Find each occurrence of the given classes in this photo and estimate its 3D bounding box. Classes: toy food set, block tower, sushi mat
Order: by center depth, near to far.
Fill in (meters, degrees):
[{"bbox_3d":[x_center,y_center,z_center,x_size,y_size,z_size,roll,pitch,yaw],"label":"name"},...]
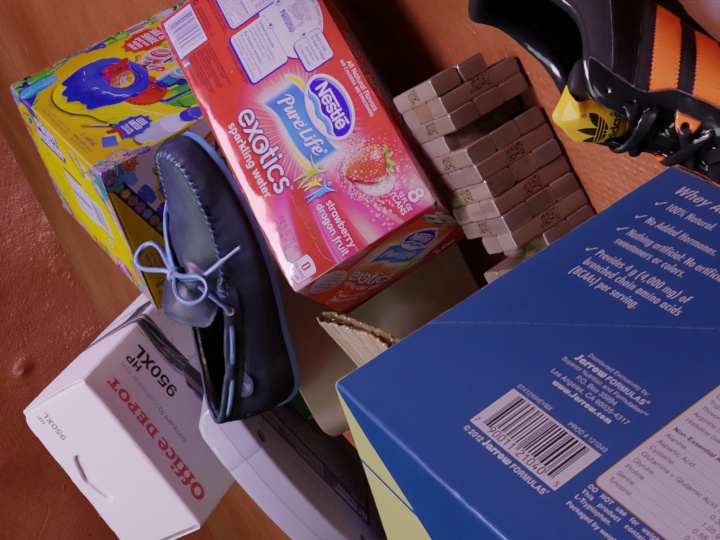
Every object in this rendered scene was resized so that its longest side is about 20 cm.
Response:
[{"bbox_3d":[0.095,-0.022,0.634,0.202,0.054,0.058,62,161,-7],"label":"block tower"},{"bbox_3d":[0.051,0.103,0.733,0.201,0.012,0.095,53,162,-29],"label":"sushi mat"},{"bbox_3d":[0.000,0.000,0.788,0.202,0.142,0.060,63,-170,-7],"label":"toy food set"}]

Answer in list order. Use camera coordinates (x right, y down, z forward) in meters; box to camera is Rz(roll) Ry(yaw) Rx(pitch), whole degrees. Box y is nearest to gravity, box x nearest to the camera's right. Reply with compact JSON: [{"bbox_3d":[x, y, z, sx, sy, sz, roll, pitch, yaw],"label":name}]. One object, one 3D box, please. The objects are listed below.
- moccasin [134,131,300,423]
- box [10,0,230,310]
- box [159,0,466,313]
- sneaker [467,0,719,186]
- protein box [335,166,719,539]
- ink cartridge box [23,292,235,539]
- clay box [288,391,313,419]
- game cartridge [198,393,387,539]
[{"bbox_3d":[-0.090,0.016,0.711,0.080,0.068,0.202,27,140,55],"label":"moccasin"},{"bbox_3d":[-0.134,-0.104,0.880,0.200,0.191,0.123,36,151,47],"label":"box"},{"bbox_3d":[-0.027,-0.087,0.700,0.201,0.099,0.095,61,-168,18],"label":"box"},{"bbox_3d":[0.123,-0.061,0.448,0.201,0.089,0.070,52,160,23],"label":"sneaker"},{"bbox_3d":[0.134,0.087,0.470,0.198,0.199,0.136,36,150,49],"label":"protein box"},{"bbox_3d":[-0.146,0.099,0.908,0.084,0.200,0.145,-28,105,36],"label":"ink cartridge box"},{"bbox_3d":[-0.077,0.013,0.913,0.115,0.047,0.201,48,-167,-37],"label":"clay box"},{"bbox_3d":[-0.047,0.146,0.864,0.200,0.041,0.133,49,-169,-21],"label":"game cartridge"}]
